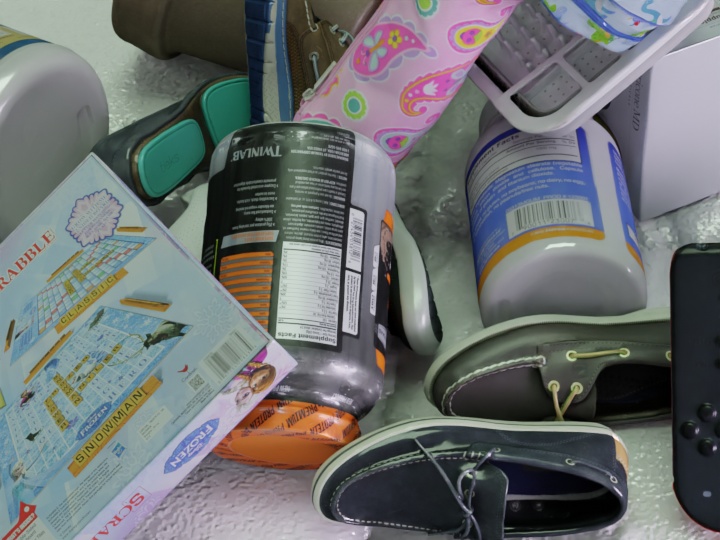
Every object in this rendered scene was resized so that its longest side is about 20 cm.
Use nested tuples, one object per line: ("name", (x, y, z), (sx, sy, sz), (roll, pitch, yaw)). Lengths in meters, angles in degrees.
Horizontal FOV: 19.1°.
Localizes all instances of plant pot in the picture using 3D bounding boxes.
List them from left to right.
("plant pot", (-0.066, -0.223, 1.630), (0.174, 0.200, 0.200), (30, 48, 7))

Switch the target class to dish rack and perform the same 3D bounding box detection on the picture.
("dish rack", (0.141, -0.184, 1.468), (0.172, 0.044, 0.200), (-41, 49, 3))

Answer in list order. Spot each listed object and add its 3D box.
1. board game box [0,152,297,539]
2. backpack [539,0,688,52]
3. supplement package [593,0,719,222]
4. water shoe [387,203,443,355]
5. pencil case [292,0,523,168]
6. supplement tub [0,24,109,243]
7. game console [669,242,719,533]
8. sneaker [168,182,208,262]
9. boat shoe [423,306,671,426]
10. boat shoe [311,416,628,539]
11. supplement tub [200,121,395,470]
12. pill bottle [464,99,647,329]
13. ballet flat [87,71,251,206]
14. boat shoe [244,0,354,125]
("board game box", (-0.171, 0.060, 1.297), (0.200, 0.041, 0.200), (-44, 57, -1))
("backpack", (0.150, -0.238, 1.376), (0.200, 0.163, 0.154), (41, 101, 40))
("supplement package", (0.217, -0.171, 1.574), (0.150, 0.152, 0.200), (-20, 46, -19))
("water shoe", (0.000, 0.000, 1.461), (0.079, 0.072, 0.200), (-18, 35, -3))
("pencil case", (0.032, -0.145, 1.433), (0.087, 0.200, 0.088), (23, 38, -20))
("supplement tub", (-0.294, -0.113, 1.520), (0.200, 0.145, 0.145), (22, 47, 30))
("game console", (0.288, 0.071, 1.295), (0.199, 0.177, 0.031), (-1, 6, 11))
("sneaker", (-0.112, 0.011, 1.455), (0.088, 0.075, 0.200), (-6, 38, 19))
("boat shoe", (0.143, 0.069, 1.371), (0.201, 0.072, 0.061), (-9, 39, -12))
("boat shoe", (0.070, 0.132, 1.304), (0.199, 0.075, 0.062), (-2, 36, -8))
("supplement tub", (-0.042, 0.017, 1.354), (0.122, 0.123, 0.201), (3, 71, 4))
("pill bottle", (0.128, -0.040, 1.462), (0.112, 0.112, 0.200), (-2, 41, -1))
("ballet flat", (-0.129, -0.097, 1.553), (0.073, 0.073, 0.200), (22, 31, 23))
("boat shoe", (-0.042, -0.150, 1.540), (0.072, 0.201, 0.072), (-4, 16, -16))
